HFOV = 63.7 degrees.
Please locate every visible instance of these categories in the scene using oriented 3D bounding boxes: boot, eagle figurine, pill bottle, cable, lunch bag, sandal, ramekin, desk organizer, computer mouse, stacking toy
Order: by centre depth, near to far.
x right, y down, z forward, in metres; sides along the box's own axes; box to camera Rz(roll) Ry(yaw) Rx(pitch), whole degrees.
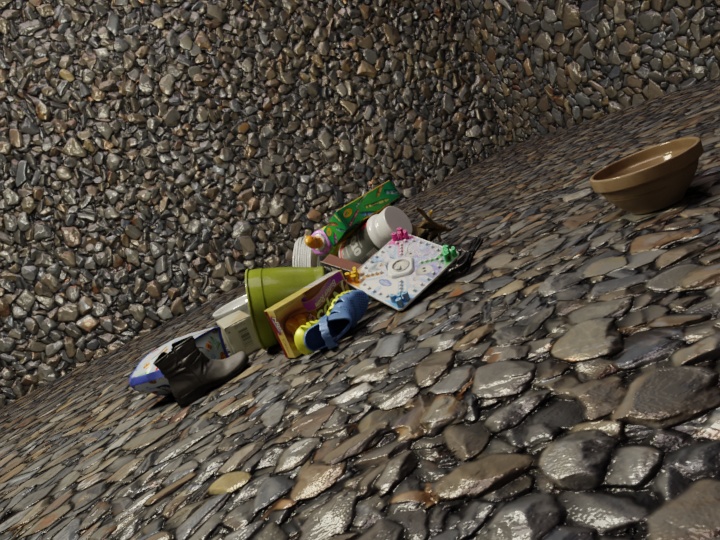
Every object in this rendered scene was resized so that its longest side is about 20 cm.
[{"bbox_3d":[-0.044,0.109,1.222,0.086,0.080,0.200,-8,27,50],"label":"sandal"},{"bbox_3d":[-0.361,0.205,1.333,0.199,0.134,0.069,-32,11,-35],"label":"boot"},{"bbox_3d":[0.191,-0.007,1.344,0.198,0.046,0.141,-17,24,41],"label":"computer mouse"},{"bbox_3d":[0.000,0.000,1.429,0.198,0.072,0.077,18,54,44],"label":"desk organizer"},{"bbox_3d":[-0.454,0.236,1.452,0.168,0.126,0.199,-19,3,27],"label":"lunch bag"},{"bbox_3d":[0.039,-0.075,1.530,0.200,0.115,0.114,-41,-4,41],"label":"pill bottle"},{"bbox_3d":[0.157,-0.103,1.596,0.150,0.154,0.199,-29,9,-31],"label":"eagle figurine"},{"bbox_3d":[-0.097,-0.078,1.609,0.110,0.117,0.199,-42,-14,24],"label":"stacking toy"},{"bbox_3d":[-0.143,0.002,1.702,0.068,0.203,0.201,-5,32,10],"label":"cable"},{"bbox_3d":[-0.350,0.135,1.806,0.197,0.099,0.201,-24,9,4],"label":"ramekin"}]

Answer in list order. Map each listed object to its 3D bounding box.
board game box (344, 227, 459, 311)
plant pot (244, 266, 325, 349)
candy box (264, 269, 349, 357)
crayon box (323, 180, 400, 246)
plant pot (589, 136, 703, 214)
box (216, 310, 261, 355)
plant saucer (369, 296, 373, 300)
[{"bbox_3d":[0.089,-0.012,1.309,0.199,0.026,0.199,-41,38,-21],"label":"board game box"},{"bbox_3d":[-0.167,0.075,1.438,0.189,0.204,0.200,-13,9,-2],"label":"plant pot"},{"bbox_3d":[-0.104,0.096,1.306,0.198,0.118,0.056,-30,11,-32],"label":"candy box"},{"bbox_3d":[0.004,-0.154,1.562,0.199,0.059,0.119,-34,-6,-29],"label":"crayon box"},{"bbox_3d":[0.549,-0.169,1.101,0.198,0.094,0.201,-25,10,5],"label":"plant pot"},{"bbox_3d":[-0.330,0.171,1.572,0.077,0.096,0.199,-26,10,-17],"label":"box"},{"bbox_3d":[0.079,0.011,1.497,0.197,0.051,0.200,-24,9,4],"label":"plant saucer"}]
